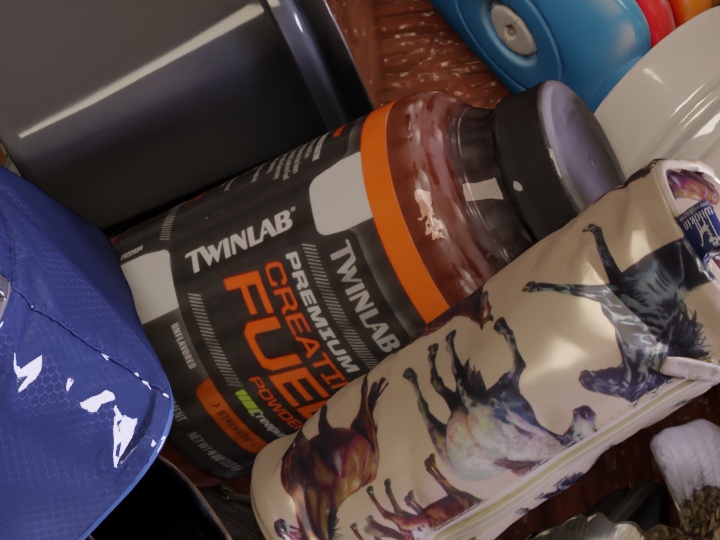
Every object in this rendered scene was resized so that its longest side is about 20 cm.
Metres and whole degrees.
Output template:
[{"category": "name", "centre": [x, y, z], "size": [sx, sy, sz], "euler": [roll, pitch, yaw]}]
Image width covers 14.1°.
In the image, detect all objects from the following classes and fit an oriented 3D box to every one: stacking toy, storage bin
[{"category": "stacking toy", "centre": [0.130, -0.150, 1.172], "size": [0.200, 0.116, 0.110], "euler": [-39, 78, -22]}, {"category": "storage bin", "centre": [-0.098, -0.118, 1.144], "size": [0.134, 0.146, 0.200], "euler": [-28, 61, -1]}]

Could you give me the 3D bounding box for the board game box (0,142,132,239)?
[{"category": "board game box", "centre": [-0.153, -0.003, 1.186], "size": [0.105, 0.023, 0.200], "euler": [14, 73, 9]}]

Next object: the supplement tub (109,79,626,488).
[{"category": "supplement tub", "centre": [0.000, 0.000, 1.088], "size": [0.200, 0.107, 0.107], "euler": [-25, 68, 22]}]

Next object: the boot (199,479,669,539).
[{"category": "boot", "centre": [0.002, 0.115, 1.094], "size": [0.174, 0.069, 0.200], "euler": [23, 44, 34]}]

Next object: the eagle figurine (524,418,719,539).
[{"category": "eagle figurine", "centre": [0.111, 0.142, 0.991], "size": [0.152, 0.151, 0.200], "euler": [38, 96, 30]}]

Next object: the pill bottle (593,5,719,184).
[{"category": "pill bottle", "centre": [0.180, 0.000, 1.095], "size": [0.114, 0.114, 0.200], "euler": [-42, 71, -8]}]

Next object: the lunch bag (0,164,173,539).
[{"category": "lunch bag", "centre": [-0.167, 0.023, 1.023], "size": [0.136, 0.132, 0.200], "euler": [-48, 29, 8]}]

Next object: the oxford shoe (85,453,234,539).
[{"category": "oxford shoe", "centre": [-0.091, 0.084, 1.056], "size": [0.071, 0.073, 0.200], "euler": [-25, 36, -27]}]

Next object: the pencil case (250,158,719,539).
[{"category": "pencil case", "centre": [0.055, 0.046, 1.002], "size": [0.200, 0.078, 0.089], "euler": [-37, 36, 15]}]
